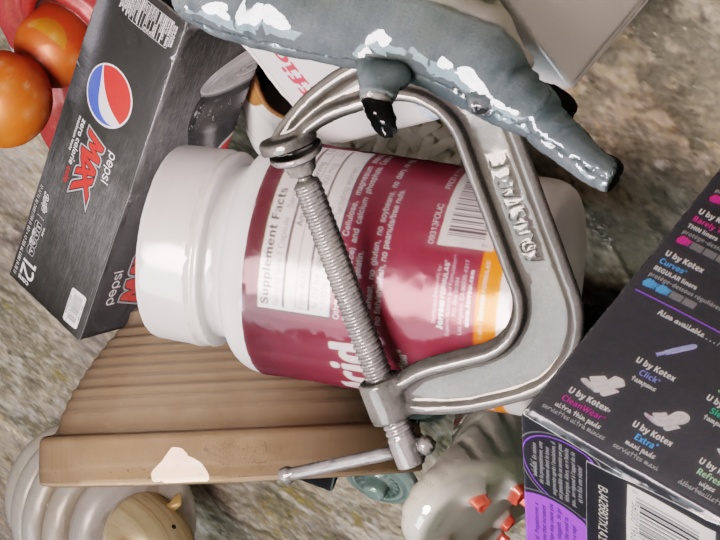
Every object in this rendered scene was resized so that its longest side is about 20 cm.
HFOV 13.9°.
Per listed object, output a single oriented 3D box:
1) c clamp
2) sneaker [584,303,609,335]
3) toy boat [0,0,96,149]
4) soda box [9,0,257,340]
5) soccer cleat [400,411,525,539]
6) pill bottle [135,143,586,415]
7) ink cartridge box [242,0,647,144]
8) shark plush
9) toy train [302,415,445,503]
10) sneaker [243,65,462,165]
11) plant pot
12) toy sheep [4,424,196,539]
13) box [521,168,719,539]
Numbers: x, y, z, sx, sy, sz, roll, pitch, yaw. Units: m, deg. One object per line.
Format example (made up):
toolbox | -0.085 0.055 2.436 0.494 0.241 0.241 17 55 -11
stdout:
c clamp | 0.012 -0.001 1.336 0.170 0.027 0.201 -9 107 23
sneaker | 0.109 0.036 1.529 0.199 0.076 0.079 33 142 -1
toy boat | -0.165 -0.115 1.579 0.130 0.131 0.201 18 145 38
soda box | -0.113 -0.065 1.522 0.063 0.071 0.201 41 126 29
soccer cleat | 0.067 0.102 1.552 0.078 0.200 0.069 44 117 18
pill bottle | 0.000 0.000 1.420 0.199 0.115 0.114 9 142 17
ink cartridge box | 0.018 -0.148 1.345 0.148 0.086 0.200 51 152 -19
shark plush | 0.020 -0.085 1.253 0.200 0.083 0.091 39 150 4
toy train | -0.006 0.060 1.658 0.113 0.086 0.200 19 149 5
sneaker | 0.014 -0.059 1.491 0.199 0.073 0.085 28 154 27
plant pot | -0.069 0.064 1.534 0.200 0.200 0.093 -7 85 56
toy sheep | -0.178 0.167 2.016 0.200 0.138 0.138 18 145 48
box | 0.169 0.051 1.312 0.106 0.200 0.123 29 151 23
